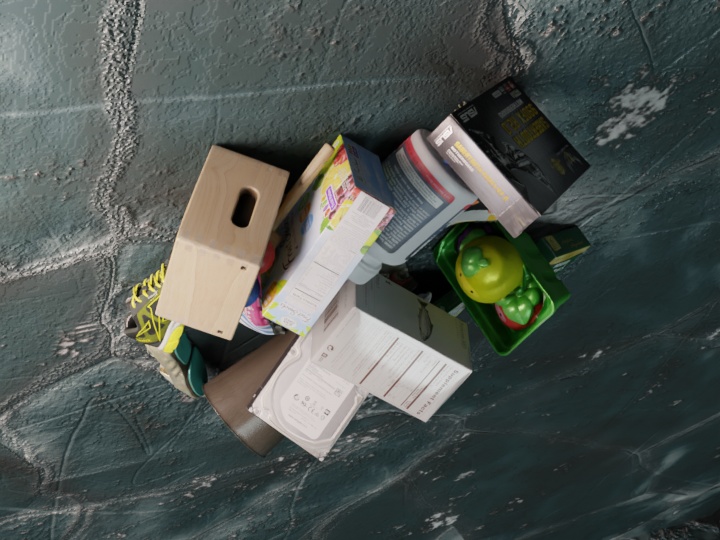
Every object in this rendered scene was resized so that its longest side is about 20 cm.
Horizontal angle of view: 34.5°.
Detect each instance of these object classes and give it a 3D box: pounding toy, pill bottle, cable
[{"bbox_3d":[-0.140,-0.050,1.405,0.142,0.201,0.184,20,140,-6],"label":"pounding toy"},{"bbox_3d":[0.046,-0.078,1.522,0.200,0.120,0.119,-41,146,20],"label":"pill bottle"},{"bbox_3d":[0.016,0.045,1.769,0.097,0.050,0.200,-30,178,-33],"label":"cable"}]

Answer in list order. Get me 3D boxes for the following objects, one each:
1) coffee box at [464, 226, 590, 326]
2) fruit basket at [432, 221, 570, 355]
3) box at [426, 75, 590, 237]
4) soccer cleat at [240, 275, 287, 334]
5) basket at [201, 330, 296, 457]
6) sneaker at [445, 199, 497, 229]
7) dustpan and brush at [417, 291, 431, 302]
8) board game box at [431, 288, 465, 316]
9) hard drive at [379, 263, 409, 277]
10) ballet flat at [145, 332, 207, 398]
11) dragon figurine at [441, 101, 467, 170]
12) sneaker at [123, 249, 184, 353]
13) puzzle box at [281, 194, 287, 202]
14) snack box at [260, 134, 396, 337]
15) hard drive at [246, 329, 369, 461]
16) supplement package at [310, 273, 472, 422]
[{"bbox_3d":[0.271,0.011,1.889,0.123,0.044,0.200,-15,155,-51],"label":"coffee box"},{"bbox_3d":[0.191,0.010,1.699,0.215,0.216,0.156,4,142,-39],"label":"fruit basket"},{"bbox_3d":[0.184,-0.142,1.407,0.048,0.159,0.200,-44,176,35],"label":"box"},{"bbox_3d":[-0.151,0.044,1.578,0.086,0.070,0.200,12,163,10],"label":"soccer cleat"},{"bbox_3d":[-0.119,0.171,1.798,0.200,0.136,0.180,-39,149,-1],"label":"basket"},{"bbox_3d":[0.127,-0.111,1.614,0.199,0.070,0.090,-9,122,-10],"label":"sneaker"},{"bbox_3d":[0.065,0.072,1.821,0.139,0.057,0.200,-29,159,-30],"label":"dustpan and brush"},{"bbox_3d":[0.115,0.080,1.854,0.200,0.029,0.135,-32,166,-51],"label":"board game box"},{"bbox_3d":[0.000,0.000,1.708,0.131,0.025,0.200,-23,159,1],"label":"hard drive"},{"bbox_3d":[-0.279,0.130,1.738,0.062,0.068,0.200,6,149,11],"label":"ballet flat"},{"bbox_3d":[0.167,-0.159,1.508,0.199,0.100,0.059,11,137,-45],"label":"dragon figurine"},{"bbox_3d":[-0.269,0.037,1.558,0.084,0.075,0.201,10,131,-16],"label":"sneaker"},{"bbox_3d":[-0.129,-0.030,1.593,0.133,0.026,0.200,10,137,-44],"label":"puzzle box"},{"bbox_3d":[-0.047,-0.045,1.426,0.067,0.169,0.200,28,110,-20],"label":"snack box"},{"bbox_3d":[-0.057,0.162,1.721,0.200,0.139,0.038,-54,-169,-7],"label":"hard drive"},{"bbox_3d":[0.043,0.101,1.641,0.199,0.117,0.117,29,119,-18],"label":"supplement package"}]
